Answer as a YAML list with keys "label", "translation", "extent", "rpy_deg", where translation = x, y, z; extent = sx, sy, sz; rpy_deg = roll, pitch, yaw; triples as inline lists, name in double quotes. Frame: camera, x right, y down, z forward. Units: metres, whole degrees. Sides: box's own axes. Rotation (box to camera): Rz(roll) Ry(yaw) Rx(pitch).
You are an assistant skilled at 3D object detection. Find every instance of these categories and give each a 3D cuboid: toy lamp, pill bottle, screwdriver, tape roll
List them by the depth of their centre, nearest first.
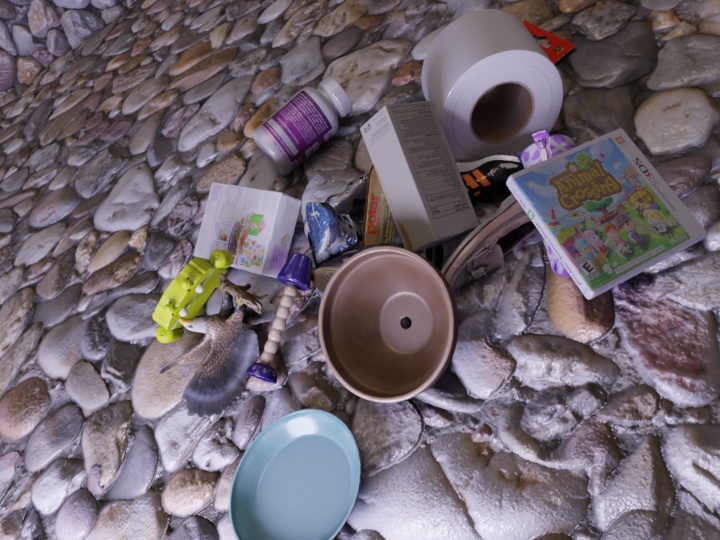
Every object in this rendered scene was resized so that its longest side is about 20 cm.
- label: "screwdriver"
  translation: [0.118, -0.082, 0.964]
  extent: [0.029, 0.028, 0.205]
  rpy_deg: [-7, 72, 44]
- label: "toy lamp"
  translation: [-0.123, 0.071, 0.978]
  extent: [0.057, 0.058, 0.204]
  rpy_deg: [6, 71, 34]
- label: "tape roll"
  translation: [0.207, -0.290, 1.003]
  extent: [0.199, 0.204, 0.141]
  rpy_deg: [-24, 44, 11]
- label: "pill bottle"
  translation: [-0.114, -0.297, 1.267]
  extent: [0.199, 0.113, 0.112]
  rpy_deg: [-41, 44, -5]

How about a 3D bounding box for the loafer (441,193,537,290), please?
- label: "loafer"
  translation: [0.198, -0.040, 0.900]
  extent: [0.063, 0.072, 0.200]
  rpy_deg: [40, 77, 24]

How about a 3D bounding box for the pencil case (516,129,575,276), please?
- label: "pencil case"
  translation: [0.278, -0.094, 0.853]
  extent: [0.082, 0.086, 0.204]
  rpy_deg: [-17, 62, 16]

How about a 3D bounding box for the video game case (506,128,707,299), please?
- label: "video game case"
  translation: [0.312, -0.080, 0.794]
  extent: [0.197, 0.022, 0.184]
  rpy_deg: [-23, 68, -18]

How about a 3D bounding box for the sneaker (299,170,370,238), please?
- label: "sneaker"
  translation: [-0.029, -0.141, 1.112]
  extent: [0.198, 0.076, 0.115]
  rpy_deg: [-35, 43, -1]

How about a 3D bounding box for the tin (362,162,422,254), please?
- label: "tin"
  translation: [0.059, -0.104, 1.005]
  extent: [0.110, 0.042, 0.205]
  rpy_deg: [0, 79, 33]

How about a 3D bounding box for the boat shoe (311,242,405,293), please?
- label: "boat shoe"
  translation: [0.000, 0.000, 0.971]
  extent: [0.197, 0.074, 0.065]
  rpy_deg: [-6, 42, 46]

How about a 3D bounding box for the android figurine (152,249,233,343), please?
- label: "android figurine"
  translation: [-0.282, 0.040, 1.047]
  extent: [0.041, 0.200, 0.184]
  rpy_deg: [35, 88, 1]

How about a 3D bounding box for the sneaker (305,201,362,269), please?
- label: "sneaker"
  translation: [-0.040, -0.065, 0.990]
  extent: [0.083, 0.200, 0.079]
  rpy_deg: [-15, 79, -8]

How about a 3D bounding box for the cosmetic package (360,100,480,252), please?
- label: "cosmetic package"
  translation: [0.086, -0.136, 0.908]
  extent: [0.071, 0.104, 0.204]
  rpy_deg: [-27, 80, 52]

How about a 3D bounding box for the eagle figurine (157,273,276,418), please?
- label: "eagle figurine"
  translation: [-0.235, 0.115, 1.016]
  extent: [0.152, 0.148, 0.204]
  rpy_deg: [-82, 13, -82]

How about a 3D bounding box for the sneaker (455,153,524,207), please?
- label: "sneaker"
  translation: [0.180, -0.125, 0.988]
  extent: [0.196, 0.070, 0.092]
  rpy_deg: [2, 70, 33]

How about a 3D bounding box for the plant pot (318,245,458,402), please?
- label: "plant pot"
  translation: [0.047, 0.072, 0.852]
  extent: [0.196, 0.092, 0.207]
  rpy_deg: [-2, 87, 26]

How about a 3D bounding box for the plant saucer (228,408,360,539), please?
- label: "plant saucer"
  translation: [-0.082, 0.285, 0.823]
  extent: [0.196, 0.036, 0.203]
  rpy_deg: [-16, 47, 18]

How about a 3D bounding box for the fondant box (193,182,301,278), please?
- label: "fondant box"
  translation: [-0.211, -0.076, 1.147]
  extent: [0.197, 0.058, 0.148]
  rpy_deg: [13, 87, 39]

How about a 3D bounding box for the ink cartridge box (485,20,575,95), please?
- label: "ink cartridge box"
  translation: [0.271, -0.397, 1.161]
  extent: [0.199, 0.047, 0.161]
  rpy_deg: [-38, 44, 1]
